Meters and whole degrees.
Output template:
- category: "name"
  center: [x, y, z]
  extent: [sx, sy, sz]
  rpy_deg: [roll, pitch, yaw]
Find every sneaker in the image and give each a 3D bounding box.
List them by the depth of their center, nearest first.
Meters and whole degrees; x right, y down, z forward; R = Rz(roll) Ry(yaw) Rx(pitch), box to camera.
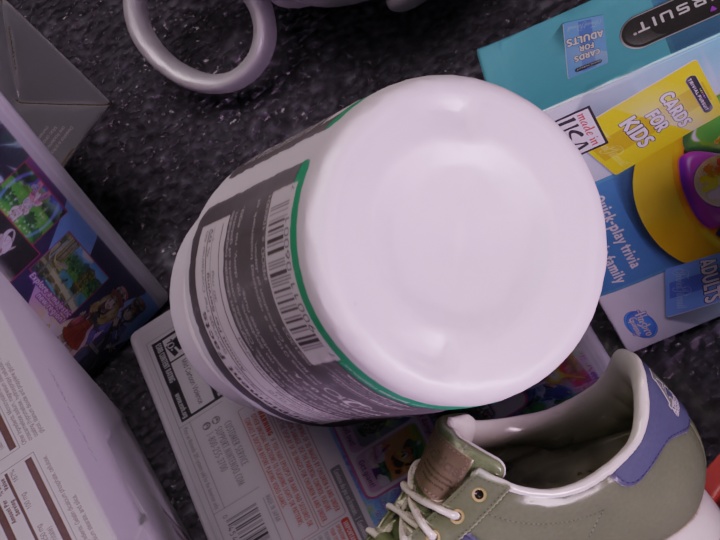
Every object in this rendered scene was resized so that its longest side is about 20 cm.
- category: "sneaker"
  center: [0.031, 0.092, 0.784]
  extent: [0.199, 0.090, 0.067]
  rpy_deg: [-22, 31, -7]

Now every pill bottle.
- category: "pill bottle"
  center: [0.000, 0.000, 0.815]
  extent: [0.113, 0.113, 0.200]
  rpy_deg: [-55, 13, -17]

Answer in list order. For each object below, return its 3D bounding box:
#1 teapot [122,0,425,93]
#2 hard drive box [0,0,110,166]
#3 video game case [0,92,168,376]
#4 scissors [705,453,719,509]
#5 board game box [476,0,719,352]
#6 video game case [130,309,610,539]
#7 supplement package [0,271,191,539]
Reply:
- category: "teapot"
  center: [-0.010, -0.187, 1.029]
  extent: [0.196, 0.200, 0.147]
  rpy_deg: [-23, 83, -21]
- category: "hard drive box"
  center: [-0.230, -0.049, 1.050]
  extent: [0.156, 0.077, 0.200]
  rpy_deg: [-54, 28, -16]
- category: "video game case"
  center: [-0.192, 0.020, 0.934]
  extent: [0.182, 0.200, 0.023]
  rpy_deg: [-44, 52, -8]
- category: "scissors"
  center: [0.148, 0.065, 0.838]
  extent: [0.073, 0.014, 0.201]
  rpy_deg: [12, 65, 37]
- category: "board game box"
  center: [0.164, -0.062, 0.831]
  extent: [0.199, 0.151, 0.047]
  rpy_deg: [-23, 48, 12]
- category: "video game case"
  center: [0.007, 0.051, 0.922]
  extent: [0.181, 0.024, 0.201]
  rpy_deg: [-32, 46, 4]
- category: "supplement package"
  center: [-0.136, 0.113, 0.864]
  extent: [0.111, 0.156, 0.200]
  rpy_deg: [-34, 47, -1]
